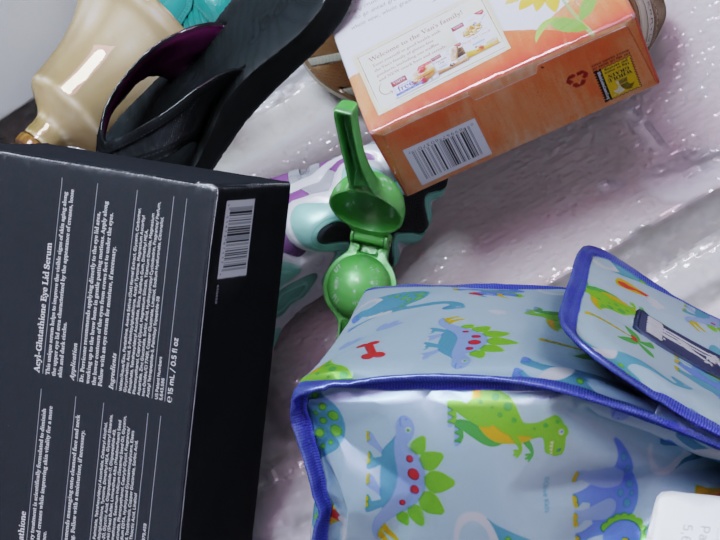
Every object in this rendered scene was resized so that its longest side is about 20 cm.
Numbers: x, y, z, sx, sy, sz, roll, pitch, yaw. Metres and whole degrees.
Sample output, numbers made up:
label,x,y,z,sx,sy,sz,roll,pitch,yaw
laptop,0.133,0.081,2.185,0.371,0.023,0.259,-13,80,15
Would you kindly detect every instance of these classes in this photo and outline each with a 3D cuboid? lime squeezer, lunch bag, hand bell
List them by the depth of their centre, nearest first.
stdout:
label,x,y,z,sx,sy,sz,roll,pitch,yaw
lunch bag,0.084,0.066,0.791,0.200,0.128,0.170,0,14,11
lime squeezer,0.000,0.000,0.892,0.038,0.200,0.071,5,32,-1
hand bell,-0.179,-0.060,1.004,0.104,0.104,0.200,33,70,34

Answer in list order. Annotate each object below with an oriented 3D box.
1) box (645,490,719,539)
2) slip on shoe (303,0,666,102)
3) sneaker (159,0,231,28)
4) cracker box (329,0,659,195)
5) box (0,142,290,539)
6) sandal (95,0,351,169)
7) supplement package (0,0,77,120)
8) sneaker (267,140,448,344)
label,x,y,z,sx,sy,sz,roll,pitch,yaw
box,0.163,0.210,0.656,0.131,0.199,0.200,3,59,22
slip on shoe,0.064,-0.129,1.012,0.200,0.076,0.061,-6,14,27
sneaker,-0.048,-0.208,1.083,0.121,0.084,0.200,8,68,30
cracker box,0.048,-0.148,0.941,0.134,0.058,0.200,-24,52,7
box,-0.119,0.048,0.881,0.141,0.079,0.200,10,98,23
sandal,-0.087,-0.090,0.934,0.200,0.048,0.075,-48,44,14
supplement package,-0.261,-0.128,1.039,0.117,0.117,0.200,11,40,45
sneaker,-0.063,-0.031,0.976,0.200,0.078,0.140,-39,54,-9
